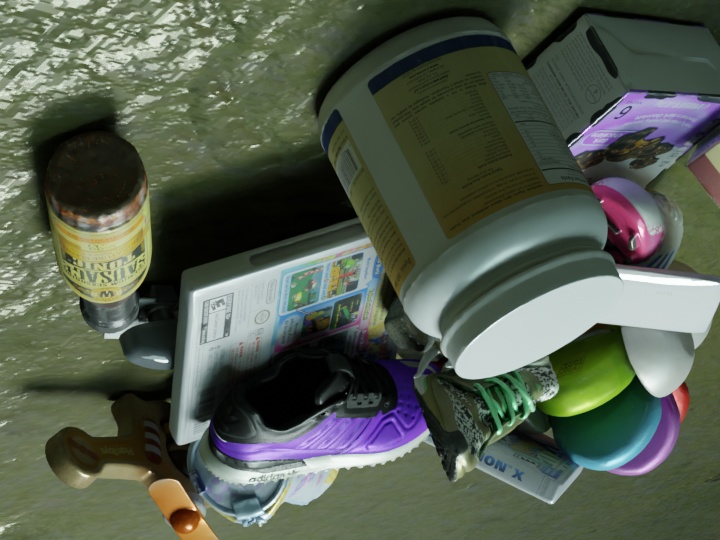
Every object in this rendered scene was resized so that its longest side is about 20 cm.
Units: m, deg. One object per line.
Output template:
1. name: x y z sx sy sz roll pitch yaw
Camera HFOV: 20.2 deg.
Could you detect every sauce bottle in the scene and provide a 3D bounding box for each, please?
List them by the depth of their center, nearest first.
1. sauce bottle: -0.163 -0.017 1.288 0.066 0.066 0.200 -23 158 -12

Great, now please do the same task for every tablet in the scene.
1. tablet: 0.163 0.017 1.498 0.198 0.014 0.130 7 163 4

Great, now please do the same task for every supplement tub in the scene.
1. supplement tub: 0.072 -0.046 1.312 0.143 0.201 0.145 -23 159 -9

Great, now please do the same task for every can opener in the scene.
1. can opener: -0.103 0.049 1.509 0.199 0.067 0.053 4 144 -43

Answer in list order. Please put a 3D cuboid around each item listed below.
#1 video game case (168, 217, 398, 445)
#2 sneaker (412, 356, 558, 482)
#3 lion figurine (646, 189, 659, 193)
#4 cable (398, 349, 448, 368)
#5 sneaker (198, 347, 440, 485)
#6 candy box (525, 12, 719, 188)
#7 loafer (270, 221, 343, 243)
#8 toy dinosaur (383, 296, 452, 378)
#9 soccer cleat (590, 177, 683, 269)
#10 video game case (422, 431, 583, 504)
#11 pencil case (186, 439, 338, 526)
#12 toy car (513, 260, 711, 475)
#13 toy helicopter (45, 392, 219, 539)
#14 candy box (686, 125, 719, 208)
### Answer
1. video game case: -0.047 0.040 1.451 0.181 0.024 0.201 -18 148 -20
2. sneaker: 0.096 0.089 1.452 0.088 0.077 0.200 -23 -175 16
3. lion figurine: 0.208 -0.039 1.694 0.199 0.073 0.123 -18 160 -42
4. cable: 0.065 0.070 1.631 0.050 0.097 0.200 -36 -175 -2
5. sneaker: -0.015 0.093 1.466 0.199 0.070 0.100 -14 145 -27
6. candy box: 0.159 -0.096 1.483 0.167 0.072 0.200 -4 149 -49
7. loafer: 0.000 0.000 1.511 0.199 0.073 0.071 -15 158 -30
8. toy dinosaur: 0.059 0.031 1.438 0.101 0.078 0.200 0 -179 -17
9. soccer cleat: 0.204 -0.036 1.504 0.086 0.070 0.200 -41 165 -11
10. video game case: 0.089 0.128 1.631 0.022 0.181 0.200 -65 170 6
11. pencil case: -0.071 0.149 1.614 0.083 0.091 0.200 -29 174 10
12. toy car: 0.207 0.092 1.661 0.174 0.151 0.200 -19 -169 24
13. toy helicopter: -0.171 0.156 1.589 0.079 0.133 0.199 -36 157 25
14. candy box: 0.318 -0.078 1.551 0.055 0.116 0.200 -38 -175 25
